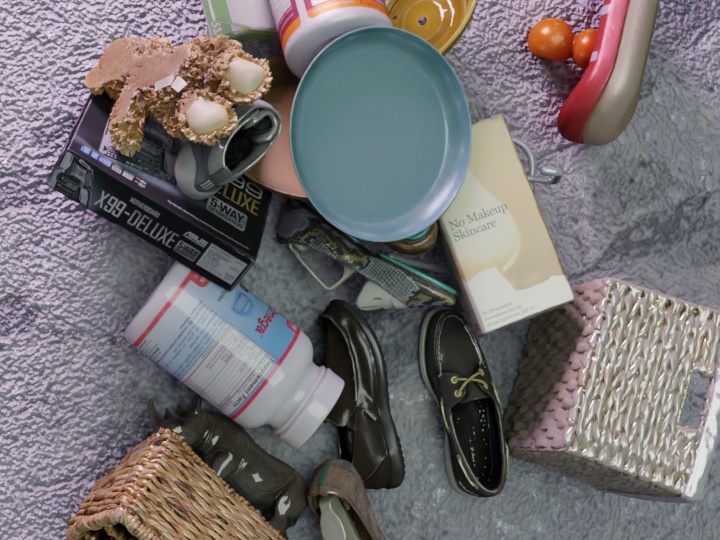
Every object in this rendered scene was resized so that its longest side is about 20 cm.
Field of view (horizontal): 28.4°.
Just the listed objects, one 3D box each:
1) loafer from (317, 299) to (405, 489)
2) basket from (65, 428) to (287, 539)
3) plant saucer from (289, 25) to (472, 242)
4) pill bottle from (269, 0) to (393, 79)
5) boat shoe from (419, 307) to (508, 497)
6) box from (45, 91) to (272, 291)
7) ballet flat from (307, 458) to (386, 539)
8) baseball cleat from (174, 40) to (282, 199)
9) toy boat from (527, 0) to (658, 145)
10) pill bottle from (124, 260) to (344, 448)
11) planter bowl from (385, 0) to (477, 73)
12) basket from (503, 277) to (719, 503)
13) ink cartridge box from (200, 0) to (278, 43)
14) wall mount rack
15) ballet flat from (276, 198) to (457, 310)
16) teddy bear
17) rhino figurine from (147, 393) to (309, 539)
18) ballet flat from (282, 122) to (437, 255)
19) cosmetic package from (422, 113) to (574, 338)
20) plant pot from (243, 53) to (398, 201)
[{"bbox_3d":[-0.011,0.129,1.425,0.071,0.073,0.201,-16,91,-20],"label":"loafer"},{"bbox_3d":[-0.173,0.275,1.290,0.143,0.149,0.200,-39,104,23],"label":"basket"},{"bbox_3d":[0.017,-0.128,1.339,0.199,0.027,0.202,-3,95,-30],"label":"plant saucer"},{"bbox_3d":[-0.042,-0.292,1.394,0.109,0.110,0.201,-5,63,-21],"label":"pill bottle"},{"bbox_3d":[0.113,0.136,1.478,0.071,0.061,0.202,-13,91,-21],"label":"boat shoe"},{"bbox_3d":[-0.182,-0.087,1.342,0.199,0.050,0.158,31,32,-15],"label":"box"},{"bbox_3d":[-0.004,0.284,1.406,0.068,0.067,0.201,-21,104,23],"label":"ballet flat"},{"bbox_3d":[-0.106,-0.148,1.322,0.070,0.106,0.201,43,45,-34],"label":"baseball cleat"},{"bbox_3d":[0.245,-0.238,1.540,0.130,0.131,0.201,12,80,11],"label":"toy boat"},{"bbox_3d":[-0.117,0.079,1.360,0.200,0.109,0.109,38,74,-7],"label":"pill bottle"},{"bbox_3d":[0.049,-0.270,1.450,0.083,0.199,0.202,31,72,-56],"label":"planter bowl"},{"bbox_3d":[0.263,0.122,1.468,0.160,0.200,0.199,19,79,-12],"label":"basket"},{"bbox_3d":[-0.141,-0.293,1.350,0.048,0.200,0.146,-16,93,18],"label":"ink cartridge box"},{"bbox_3d":[0.119,-0.055,1.491,0.173,0.075,0.201,8,82,1],"label":"wall mount rack"},{"bbox_3d":[0.000,0.000,1.424,0.200,0.072,0.072,32,75,9],"label":"ballet flat"},{"bbox_3d":[-0.162,-0.160,1.285,0.067,0.199,0.146,49,52,-43],"label":"teddy bear"},{"bbox_3d":[-0.131,0.190,1.382,0.200,0.060,0.088,42,55,-12],"label":"rhino figurine"},{"bbox_3d":[-0.006,-0.075,1.433,0.199,0.072,0.068,32,72,17],"label":"ballet flat"},{"bbox_3d":[0.128,-0.043,1.421,0.105,0.071,0.201,-22,85,-5],"label":"cosmetic package"},{"bbox_3d":[-0.048,-0.139,1.410,0.199,0.028,0.201,5,52,-6],"label":"plant pot"}]
